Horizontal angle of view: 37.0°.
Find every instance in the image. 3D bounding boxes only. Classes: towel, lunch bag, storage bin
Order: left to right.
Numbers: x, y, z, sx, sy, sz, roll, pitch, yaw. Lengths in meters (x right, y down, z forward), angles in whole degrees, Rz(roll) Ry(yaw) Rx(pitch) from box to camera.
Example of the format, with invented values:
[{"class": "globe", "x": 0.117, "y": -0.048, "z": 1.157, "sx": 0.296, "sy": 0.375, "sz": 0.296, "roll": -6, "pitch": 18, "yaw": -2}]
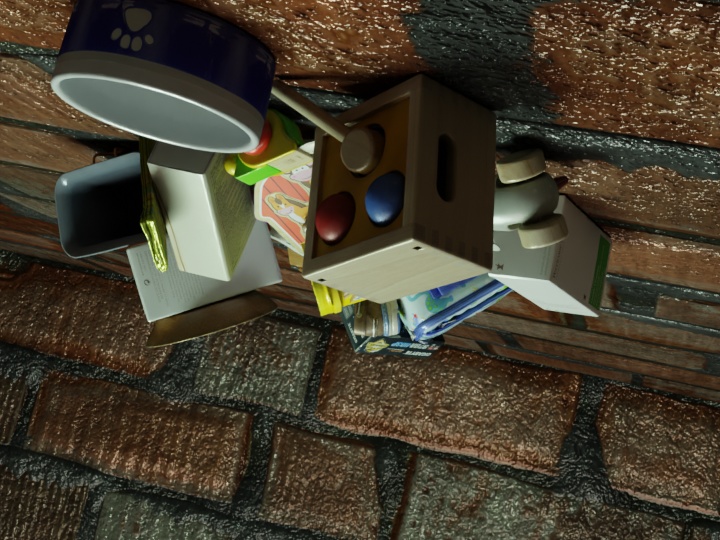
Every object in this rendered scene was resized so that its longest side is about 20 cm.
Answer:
[{"class": "storage bin", "x": -0.334, "y": -0.104, "z": 1.590, "sx": 0.198, "sy": 0.148, "sz": 0.134, "roll": -11, "pitch": 177, "yaw": 32}, {"class": "towel", "x": -0.244, "y": -0.098, "z": 1.247, "sx": 0.018, "sy": 0.202, "sz": 0.087, "roll": -9, "pitch": 139, "yaw": -5}, {"class": "lunch bag", "x": 0.142, "y": 0.019, "z": 1.458, "sx": 0.198, "sy": 0.083, "sz": 0.161, "roll": -29, "pitch": 171, "yaw": -7}]

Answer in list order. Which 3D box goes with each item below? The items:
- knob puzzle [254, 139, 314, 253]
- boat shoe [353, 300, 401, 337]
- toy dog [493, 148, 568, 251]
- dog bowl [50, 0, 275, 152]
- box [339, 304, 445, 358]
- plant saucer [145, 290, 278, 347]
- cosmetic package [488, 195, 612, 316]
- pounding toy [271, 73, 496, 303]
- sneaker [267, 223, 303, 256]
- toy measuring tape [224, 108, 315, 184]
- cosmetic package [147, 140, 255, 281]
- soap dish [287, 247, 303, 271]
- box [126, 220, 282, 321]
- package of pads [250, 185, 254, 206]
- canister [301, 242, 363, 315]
[{"class": "knob puzzle", "x": -0.040, "y": -0.088, "z": 1.281, "sx": 0.216, "sy": 0.031, "sz": 0.221, "roll": -3, "pitch": 148, "yaw": -2}, {"class": "boat shoe", "x": 0.000, "y": 0.000, "z": 1.459, "sx": 0.071, "sy": 0.202, "sz": 0.073, "roll": -8, "pitch": 142, "yaw": -9}, {"class": "toy dog", "x": 0.140, "y": -0.076, "z": 1.135, "sx": 0.198, "sy": 0.134, "sz": 0.096, "roll": 17, "pitch": -153, "yaw": 36}, {"class": "dog bowl", "x": -0.181, "y": -0.180, "z": 1.005, "sx": 0.197, "sy": 0.080, "sz": 0.200, "roll": 14, "pitch": 172, "yaw": 2}, {"class": "box", "x": 0.025, "y": 0.028, "z": 1.561, "sx": 0.158, "sy": 0.202, "sz": 0.046, "roll": 9, "pitch": 138, "yaw": -46}, {"class": "plant saucer", "x": -0.217, "y": 0.064, "z": 1.548, "sx": 0.197, "sy": 0.036, "sz": 0.200, "roll": -15, "pitch": -175, "yaw": 1}, {"class": "cosmetic package", "x": 0.237, "y": -0.018, "z": 1.325, "sx": 0.084, "sy": 0.109, "sz": 0.199, "roll": 8, "pitch": 171, "yaw": 30}, {"class": "pounding toy", "x": 0.013, "y": -0.093, "z": 1.006, "sx": 0.141, "sy": 0.203, "sz": 0.183, "roll": 19, "pitch": 156, "yaw": -37}, {"class": "sneaker", "x": -0.076, "y": -0.059, "z": 1.678, "sx": 0.198, "sy": 0.071, "sz": 0.093, "roll": 23, "pitch": 173, "yaw": -38}, {"class": "toy measuring tape", "x": -0.069, "y": -0.151, "z": 1.157, "sx": 0.198, "sy": 0.075, "sz": 0.073, "roll": -19, "pitch": 156, "yaw": 30}, {"class": "cosmetic package", "x": -0.182, "y": -0.090, "z": 1.264, "sx": 0.072, "sy": 0.104, "sz": 0.201, "roll": 11, "pitch": 144, "yaw": 12}, {"class": "soap dish", "x": -0.020, "y": -0.017, "z": 1.845, "sx": 0.197, "sy": 0.082, "sz": 0.157, "roll": 12, "pitch": 172, "yaw": 15}, {"class": "box", "x": -0.227, "y": -0.009, "z": 1.550, "sx": 0.197, "sy": 0.108, "sz": 0.152, "roll": -17, "pitch": -176, "yaw": -10}, {"class": "package of pads", "x": -0.095, "y": -0.101, "z": 1.410, "sx": 0.197, "sy": 0.077, "sz": 0.121, "roll": 14, "pitch": 167, "yaw": -6}, {"class": "canister", "x": 0.034, "y": -0.015, "z": 1.316, "sx": 0.197, "sy": 0.088, "sz": 0.149, "roll": -17, "pitch": 174, "yaw": -3}]
